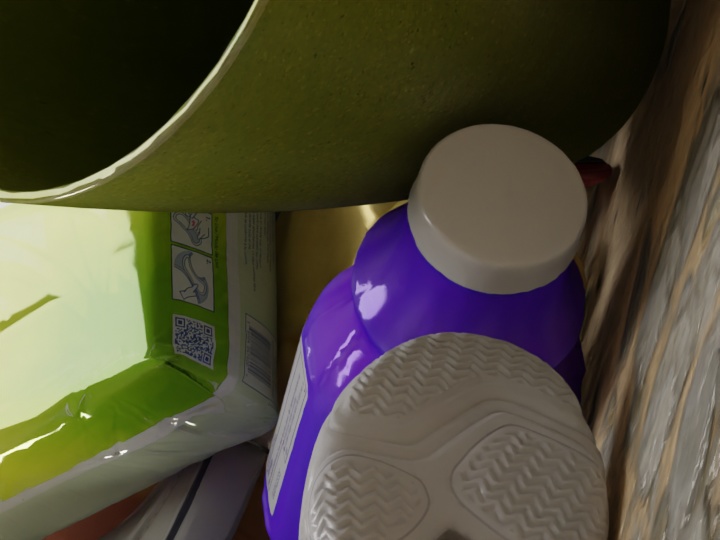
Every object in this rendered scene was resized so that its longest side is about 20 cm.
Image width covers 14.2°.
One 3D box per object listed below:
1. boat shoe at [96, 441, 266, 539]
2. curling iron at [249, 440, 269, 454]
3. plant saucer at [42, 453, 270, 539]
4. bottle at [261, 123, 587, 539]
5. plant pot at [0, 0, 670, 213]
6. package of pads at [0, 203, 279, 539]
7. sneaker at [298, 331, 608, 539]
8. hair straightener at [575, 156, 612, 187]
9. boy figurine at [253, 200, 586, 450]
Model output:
[{"bbox_3d":[-0.107,0.130,1.000,0.200,0.066,0.072,-55,3,18],"label":"boat shoe"},{"bbox_3d":[-0.027,0.055,1.129,0.050,0.026,0.200,-49,16,44],"label":"curling iron"},{"bbox_3d":[-0.073,0.160,1.045,0.037,0.200,0.200,12,-87,-68],"label":"plant saucer"},{"bbox_3d":[0.022,0.032,0.851,0.200,0.083,0.065,105,160,-57],"label":"bottle"},{"bbox_3d":[-0.008,-0.094,0.836,0.187,0.200,0.187,-12,72,42],"label":"plant pot"},{"bbox_3d":[-0.114,0.009,0.995,0.200,0.068,0.155,-26,52,34],"label":"package of pads"},{"bbox_3d":[0.008,0.113,0.718,0.200,0.075,0.114,-80,7,-46],"label":"sneaker"},{"bbox_3d":[0.054,-0.069,1.014,0.200,0.041,0.077,-127,33,-85],"label":"hair straightener"},{"bbox_3d":[0.000,0.000,0.973,0.200,0.064,0.124,-12,58,55],"label":"boy figurine"}]
